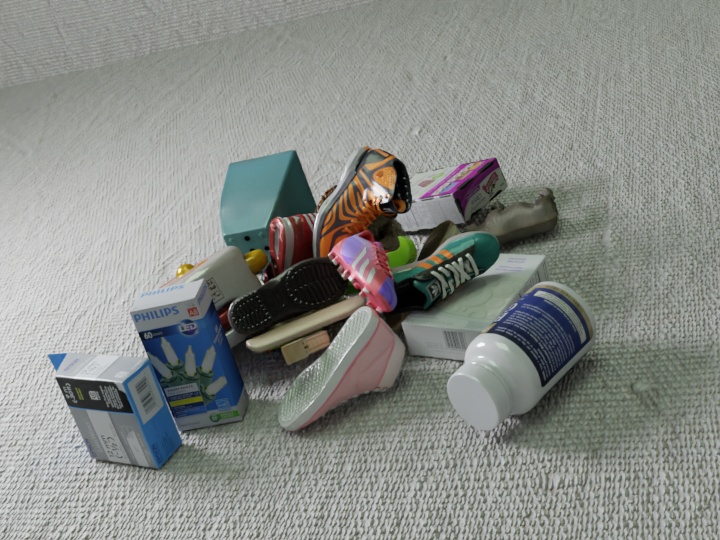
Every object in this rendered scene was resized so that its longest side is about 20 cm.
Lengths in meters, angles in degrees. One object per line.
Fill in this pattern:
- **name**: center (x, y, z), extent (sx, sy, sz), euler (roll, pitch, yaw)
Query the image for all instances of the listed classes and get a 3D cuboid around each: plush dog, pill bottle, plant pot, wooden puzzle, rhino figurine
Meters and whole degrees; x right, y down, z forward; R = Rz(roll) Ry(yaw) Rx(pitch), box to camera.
- **plush dog**: center (0.015, -0.067, 1.718), extent (0.197, 0.174, 0.160), euler (3, 32, 38)
- **pill bottle**: center (0.200, 0.109, 1.330), extent (0.110, 0.113, 0.199), euler (11, 38, 45)
- **plant pot**: center (-0.176, -0.095, 1.945), extent (0.139, 0.143, 0.202), euler (-10, 36, 16)
- **wooden puzzle**: center (-0.084, 0.085, 1.590), extent (0.182, 0.038, 0.200), euler (-22, 2, -8)
- **rhino figurine**: center (0.230, -0.074, 1.727), extent (0.197, 0.061, 0.088), euler (-18, 23, 4)

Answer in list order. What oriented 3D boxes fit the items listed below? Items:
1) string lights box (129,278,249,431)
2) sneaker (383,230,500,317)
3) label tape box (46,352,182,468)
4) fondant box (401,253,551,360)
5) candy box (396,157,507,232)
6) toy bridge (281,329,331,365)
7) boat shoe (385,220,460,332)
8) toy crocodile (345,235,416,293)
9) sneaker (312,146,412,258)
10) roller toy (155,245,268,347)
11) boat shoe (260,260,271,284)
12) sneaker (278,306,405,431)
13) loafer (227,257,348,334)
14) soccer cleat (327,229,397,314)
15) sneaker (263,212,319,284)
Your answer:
- **string lights box**: center (-0.237, 0.120, 1.485), extent (0.101, 0.203, 0.059), euler (-12, 26, 12)
- **sneaker**: center (0.111, 0.014, 1.498), extent (0.197, 0.072, 0.080), euler (-26, 25, 7)
- **label tape box**: center (-0.360, 0.193, 1.486), extent (0.197, 0.145, 0.066), euler (-1, 30, 31)
- **fondant box**: center (0.170, 0.049, 1.528), extent (0.142, 0.059, 0.200), euler (3, 32, 37)
- **candy box**: center (0.138, -0.127, 1.846), extent (0.198, 0.062, 0.136), euler (-5, 27, 49)
- **toy bridge**: center (-0.075, 0.107, 1.505), extent (0.066, 0.028, 0.200), euler (-23, -3, -3)
- **boat shoe**: center (0.107, 0.018, 1.612), extent (0.072, 0.065, 0.202), euler (-14, 40, 54)
- **toy crocodile**: center (0.000, 0.000, 1.622), extent (0.198, 0.063, 0.067), euler (-17, -3, 37)
- **sneaker**: center (0.006, -0.086, 1.592), extent (0.111, 0.077, 0.203), euler (21, 86, 37)
- **roller toy**: center (-0.237, 0.052, 1.632), extent (0.198, 0.141, 0.182), euler (-27, 9, 28)
- **boat shoe**: center (-0.095, -0.039, 1.843), extent (0.198, 0.067, 0.074), euler (-29, 49, -27)
- **sneaker**: center (-0.017, 0.154, 1.442), extent (0.201, 0.104, 0.075), euler (-50, 31, 3)
- **loafer**: center (-0.111, 0.036, 1.560), extent (0.197, 0.074, 0.071), euler (-20, -1, -23)
- **soccer cleat**: center (0.015, -0.004, 1.486), extent (0.076, 0.067, 0.200), euler (-38, 26, -4)
- **sneaker**: center (-0.086, -0.004, 1.674), extent (0.114, 0.202, 0.079), euler (-13, 49, -24)
